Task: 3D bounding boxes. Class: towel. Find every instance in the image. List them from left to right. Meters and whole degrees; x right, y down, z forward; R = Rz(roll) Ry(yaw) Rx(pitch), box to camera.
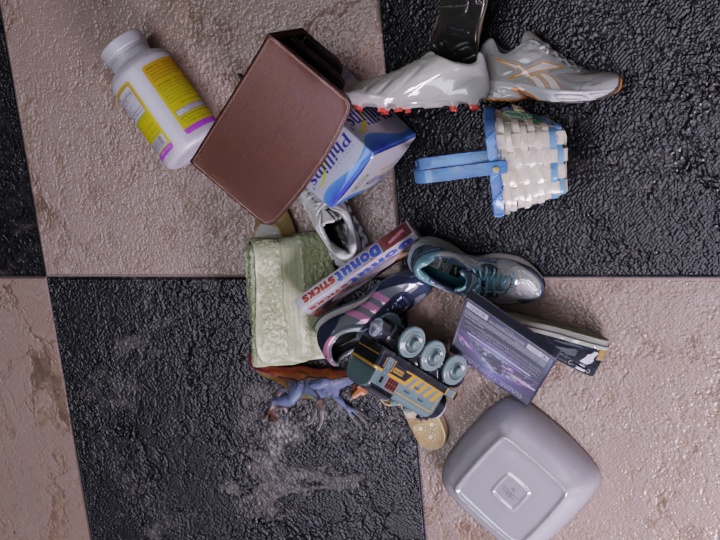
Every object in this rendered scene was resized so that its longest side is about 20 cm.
[{"bbox_3d":[-0.100,0.043,1.546,0.036,0.147,0.203,-158,63,-64],"label":"towel"}]

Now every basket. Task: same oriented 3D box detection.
[{"bbox_3d":[0.169,-0.144,1.356,0.198,0.176,0.141,-10,102,5],"label":"basket"}]

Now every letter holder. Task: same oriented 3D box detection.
[{"bbox_3d":[-0.092,-0.176,1.289,0.142,0.101,0.201,40,115,6],"label":"letter holder"}]

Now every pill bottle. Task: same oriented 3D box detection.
[{"bbox_3d":[-0.304,-0.261,1.552,0.104,0.104,0.201,-36,89,26],"label":"pill bottle"}]

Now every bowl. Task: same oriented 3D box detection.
[{"bbox_3d":[0.227,0.310,1.512,0.200,0.075,0.200,42,115,8],"label":"bowl"}]

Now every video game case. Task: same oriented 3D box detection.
[{"bbox_3d":[0.195,0.111,1.423,0.142,0.019,0.200,35,159,13],"label":"video game case"}]

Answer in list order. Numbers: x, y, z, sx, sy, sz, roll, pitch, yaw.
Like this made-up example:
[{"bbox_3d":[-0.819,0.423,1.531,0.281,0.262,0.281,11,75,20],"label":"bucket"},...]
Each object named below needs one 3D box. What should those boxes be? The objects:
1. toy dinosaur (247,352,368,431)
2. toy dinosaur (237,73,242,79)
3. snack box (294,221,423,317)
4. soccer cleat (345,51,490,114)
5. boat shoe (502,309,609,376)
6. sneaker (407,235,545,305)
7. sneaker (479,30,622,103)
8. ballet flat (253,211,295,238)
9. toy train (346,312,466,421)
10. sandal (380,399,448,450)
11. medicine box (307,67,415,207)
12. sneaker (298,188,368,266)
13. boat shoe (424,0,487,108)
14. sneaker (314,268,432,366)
[{"bbox_3d":[-0.072,0.176,1.581,0.181,0.105,0.201,-35,87,23],"label":"toy dinosaur"},{"bbox_3d":[-0.137,-0.213,1.491,0.047,0.201,0.088,-32,128,12],"label":"toy dinosaur"},{"bbox_3d":[0.000,0.000,1.488,0.199,0.072,0.024,-35,71,10],"label":"snack box"},{"bbox_3d":[0.071,-0.247,1.351,0.197,0.069,0.079,-1,95,5],"label":"soccer cleat"},{"bbox_3d":[0.246,0.099,1.444,0.198,0.075,0.063,16,100,12],"label":"boat shoe"},{"bbox_3d":[0.160,0.015,1.433,0.198,0.086,0.078,12,108,1],"label":"sneaker"},{"bbox_3d":[0.242,-0.267,1.345,0.198,0.076,0.093,6,102,20],"label":"sneaker"},{"bbox_3d":[-0.128,-0.012,1.571,0.068,0.063,0.202,-7,102,27],"label":"ballet flat"},{"bbox_3d":[0.069,0.141,1.470,0.085,0.199,0.115,28,85,50],"label":"toy train"},{"bbox_3d":[0.061,0.182,1.544,0.077,0.070,0.213,-30,92,26],"label":"sandal"},{"bbox_3d":[-0.049,-0.203,1.419,0.200,0.182,0.103,42,116,6],"label":"medicine box"},{"bbox_3d":[-0.052,-0.099,1.496,0.075,0.081,0.201,-31,86,7],"label":"sneaker"},{"bbox_3d":[0.131,-0.314,1.376,0.075,0.074,0.201,18,130,2],"label":"boat shoe"},{"bbox_3d":[0.026,0.073,1.504,0.199,0.083,0.070,-32,133,16],"label":"sneaker"}]
